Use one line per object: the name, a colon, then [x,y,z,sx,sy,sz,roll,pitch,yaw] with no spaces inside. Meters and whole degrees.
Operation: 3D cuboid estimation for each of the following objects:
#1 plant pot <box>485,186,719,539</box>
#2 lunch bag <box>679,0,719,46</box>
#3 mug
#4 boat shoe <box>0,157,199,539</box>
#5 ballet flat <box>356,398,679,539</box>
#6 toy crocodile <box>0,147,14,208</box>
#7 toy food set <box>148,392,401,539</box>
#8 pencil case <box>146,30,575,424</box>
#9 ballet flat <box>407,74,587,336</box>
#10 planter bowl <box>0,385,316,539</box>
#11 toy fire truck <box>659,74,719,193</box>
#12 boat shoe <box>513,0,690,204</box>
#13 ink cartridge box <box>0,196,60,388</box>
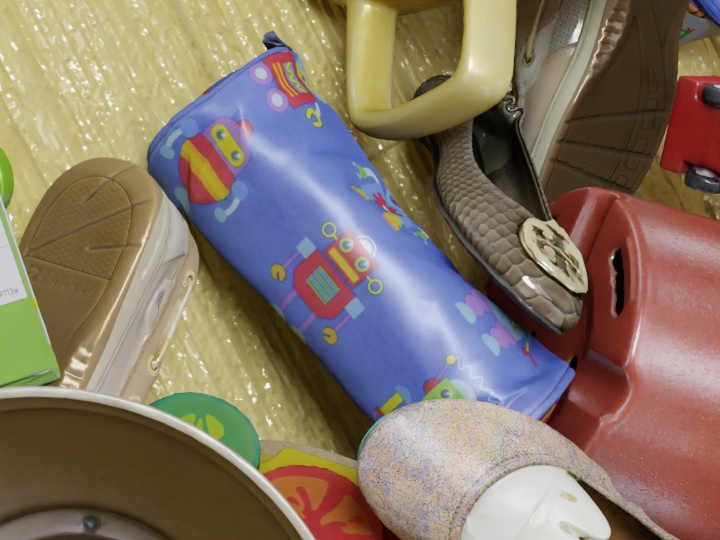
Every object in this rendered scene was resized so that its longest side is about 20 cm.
plant pot: [0.158,0.062,1.068,0.195,0.201,0.201,20,67,-24]
lunch bag: [0.174,-0.216,1.214,0.160,0.075,0.200,47,56,-21]
mug: [0.024,-0.166,1.035,0.149,0.153,0.187,48,55,-19]
boat shoe: [-0.117,0.059,0.912,0.200,0.074,0.069,-61,147,-8]
ballet flat: [0.086,0.107,0.935,0.200,0.067,0.068,28,96,-34]
toy crocodile: [-0.183,-0.065,0.913,0.068,0.062,0.200,-36,107,-77]
toy food set: [-0.037,0.142,0.924,0.198,0.049,0.200,18,49,2]
pencil case: [0.000,0.000,0.993,0.200,0.078,0.087,49,15,7]
ballet flat: [0.061,-0.037,1.024,0.067,0.046,0.200,46,12,-25]
planter bowl: [-0.100,0.137,0.793,0.200,0.135,0.201,0,88,-2]
toy fire truck: [0.219,-0.056,1.127,0.141,0.200,0.049,-3,109,-40]
boat shoe: [0.103,-0.104,1.108,0.072,0.065,0.200,6,104,-44]
ink cartridge box: [-0.198,-0.035,0.834,0.076,0.148,0.200,-18,90,-39]
